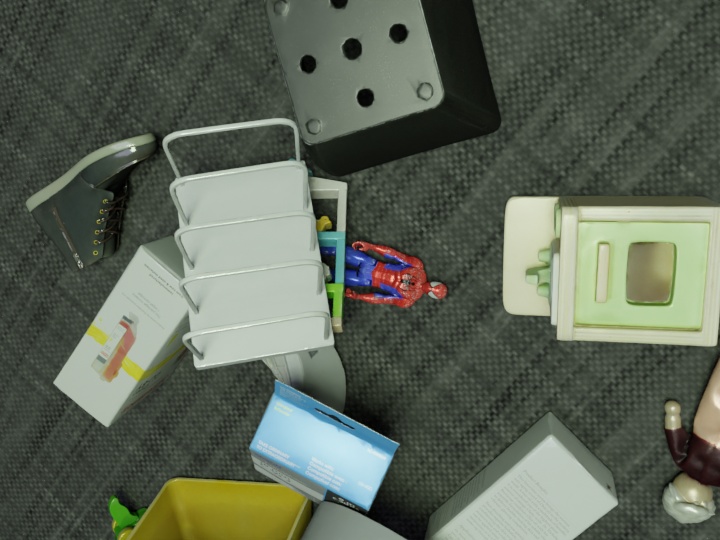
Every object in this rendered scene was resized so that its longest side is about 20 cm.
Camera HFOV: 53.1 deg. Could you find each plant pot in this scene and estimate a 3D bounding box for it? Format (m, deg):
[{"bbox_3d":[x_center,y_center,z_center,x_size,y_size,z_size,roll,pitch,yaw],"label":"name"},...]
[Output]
[{"bbox_3d":[0.013,-0.204,0.694,0.198,0.177,0.202,-13,99,17],"label":"plant pot"},{"bbox_3d":[-0.166,0.387,0.860,0.198,0.200,0.178,-1,113,14],"label":"plant pot"}]

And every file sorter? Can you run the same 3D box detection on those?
[{"bbox_3d":[-0.106,-0.027,0.682,0.137,0.125,0.202,-9,73,-6],"label":"file sorter"}]

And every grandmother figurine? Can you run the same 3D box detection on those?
[{"bbox_3d":[0.373,0.178,0.747,0.121,0.060,0.202,31,112,35],"label":"grandmother figurine"}]

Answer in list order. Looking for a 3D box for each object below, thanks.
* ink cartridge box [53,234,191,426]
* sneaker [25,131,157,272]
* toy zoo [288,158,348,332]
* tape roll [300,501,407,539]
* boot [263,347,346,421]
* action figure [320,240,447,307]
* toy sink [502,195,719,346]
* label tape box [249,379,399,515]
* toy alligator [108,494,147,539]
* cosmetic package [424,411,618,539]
[{"bbox_3d":[-0.236,0.060,0.826,0.083,0.145,0.200,39,108,2],"label":"ink cartridge box"},{"bbox_3d":[-0.297,-0.081,0.857,0.199,0.075,0.107,-26,99,26],"label":"sneaker"},{"bbox_3d":[-0.080,-0.031,0.779,0.130,0.021,0.202,-1,65,3],"label":"toy zoo"},{"bbox_3d":[0.025,0.336,0.792,0.199,0.201,0.066,30,64,7],"label":"tape roll"},{"bbox_3d":[-0.084,0.094,0.843,0.095,0.073,0.202,8,120,44],"label":"boot"},{"bbox_3d":[0.000,0.000,0.804,0.198,0.052,0.066,14,89,9],"label":"action figure"},{"bbox_3d":[0.240,-0.004,0.711,0.198,0.112,0.132,3,102,13],"label":"toy sink"},{"bbox_3d":[-0.045,0.204,0.783,0.143,0.200,0.064,26,65,7],"label":"label tape box"},{"bbox_3d":[-0.290,0.387,0.956,0.054,0.059,0.202,-13,100,-25],"label":"toy alligator"},{"bbox_3d":[0.174,0.267,0.803,0.101,0.071,0.200,44,108,2],"label":"cosmetic package"}]
